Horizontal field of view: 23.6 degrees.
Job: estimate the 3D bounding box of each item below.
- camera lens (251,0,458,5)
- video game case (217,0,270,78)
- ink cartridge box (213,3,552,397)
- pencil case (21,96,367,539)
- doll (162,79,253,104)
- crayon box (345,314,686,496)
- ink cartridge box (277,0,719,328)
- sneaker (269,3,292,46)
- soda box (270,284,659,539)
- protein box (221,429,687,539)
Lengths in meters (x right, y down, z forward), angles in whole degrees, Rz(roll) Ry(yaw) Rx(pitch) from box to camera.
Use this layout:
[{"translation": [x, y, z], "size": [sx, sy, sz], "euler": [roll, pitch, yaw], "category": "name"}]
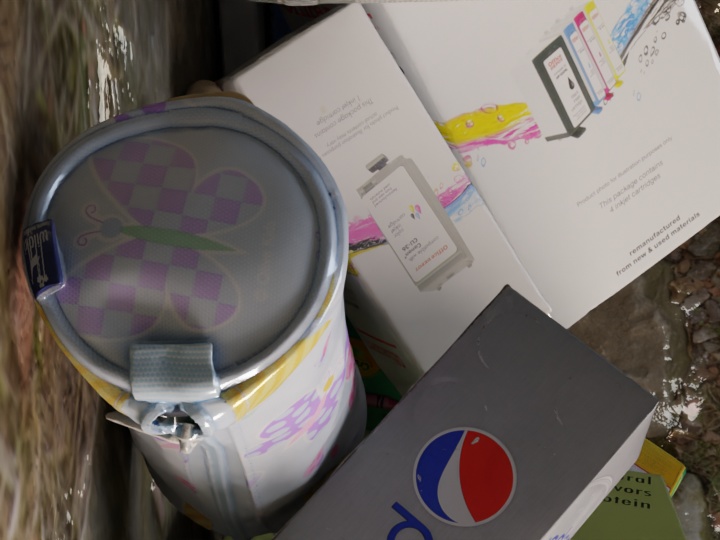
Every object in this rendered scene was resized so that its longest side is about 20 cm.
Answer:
[{"translation": [0.020, -0.186, 0.678], "size": [0.160, 0.200, 0.160], "euler": [-1, 90, -88], "category": "camera lens"}, {"translation": [-0.059, -0.143, 0.951], "size": [0.182, 0.023, 0.200], "euler": [-85, 172, -70], "category": "video game case"}, {"translation": [0.015, -0.017, 0.781], "size": [0.200, 0.067, 0.116], "euler": [58, -7, -9], "category": "ink cartridge box"}, {"translation": [-0.041, 0.023, 0.519], "size": [0.200, 0.083, 0.091], "euler": [85, -9, -73], "category": "pencil case"}, {"translation": [-0.050, -0.019, 0.730], "size": [0.200, 0.048, 0.137], "euler": [86, -18, -77], "category": "doll"}, {"translation": [0.067, 0.082, 0.903], "size": [0.058, 0.200, 0.119], "euler": [-60, 169, 13], "category": "crayon box"}, {"translation": [0.074, -0.100, 0.855], "size": [0.200, 0.145, 0.147], "euler": [61, -15, -23], "category": "ink cartridge box"}, {"translation": [-0.010, -0.116, 0.924], "size": [0.066, 0.078, 0.200], "euler": [83, 7, -84], "category": "sneaker"}, {"translation": [0.010, 0.104, 0.570], "size": [0.200, 0.068, 0.063], "euler": [-47, 163, -17], "category": "soda box"}, {"translation": [0.035, 0.169, 0.736], "size": [0.200, 0.198, 0.135], "euler": [-82, -179, -76], "category": "protein box"}]
